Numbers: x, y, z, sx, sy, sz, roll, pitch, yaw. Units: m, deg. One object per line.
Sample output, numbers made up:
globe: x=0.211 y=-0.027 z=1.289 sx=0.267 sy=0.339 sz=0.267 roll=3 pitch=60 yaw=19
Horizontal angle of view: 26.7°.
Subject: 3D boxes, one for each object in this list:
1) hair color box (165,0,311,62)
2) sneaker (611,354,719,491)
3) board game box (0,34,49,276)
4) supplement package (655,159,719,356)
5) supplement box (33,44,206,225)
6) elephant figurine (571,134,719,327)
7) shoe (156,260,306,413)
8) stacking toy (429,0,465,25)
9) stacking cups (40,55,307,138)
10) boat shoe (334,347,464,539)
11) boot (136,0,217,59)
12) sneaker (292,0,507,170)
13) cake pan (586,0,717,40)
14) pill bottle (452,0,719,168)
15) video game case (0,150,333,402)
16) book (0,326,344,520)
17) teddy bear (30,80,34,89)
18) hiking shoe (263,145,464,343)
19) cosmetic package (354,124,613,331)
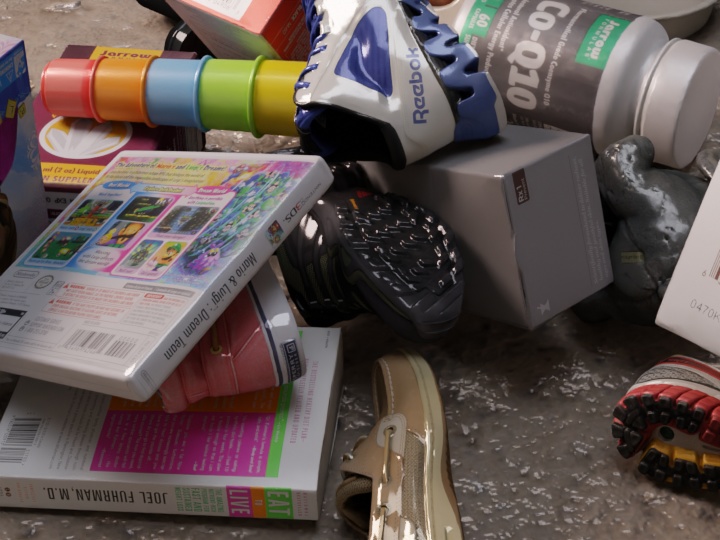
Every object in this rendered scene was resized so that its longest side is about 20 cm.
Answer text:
hair color box: x=-0.054 y=-0.165 z=1.144 sx=0.110 sy=0.200 sz=0.064 roll=28 pitch=79 yaw=32
sneaker: x=0.254 y=0.093 z=0.891 sx=0.198 sy=0.078 sz=0.082 roll=18 pitch=35 yaw=21
board game box: x=-0.264 y=-0.014 z=0.934 sx=0.041 sy=0.201 sz=0.200 roll=14 pitch=39 yaw=18
supplement package: x=0.290 y=0.013 z=0.886 sx=0.199 sy=0.118 sz=0.117 roll=11 pitch=13 yaw=-41
supplement box: x=-0.189 y=-0.082 z=1.123 sx=0.109 sy=0.086 sz=0.201 roll=4 pitch=36 yaw=6
elephant figurine: x=0.240 y=-0.031 z=1.024 sx=0.198 sy=0.141 sz=0.157 roll=-5 pitch=70 yaw=-27
shoe: x=-0.104 y=0.009 z=0.938 sx=0.090 sy=0.072 sz=0.201 roll=-16 pitch=39 yaw=-11
stacking toy: x=0.072 y=-0.275 z=1.386 sx=0.145 sy=0.148 sz=0.200 roll=2 pitch=17 yaw=3
stacking cups: x=-0.124 y=-0.127 z=1.061 sx=0.198 sy=0.061 sz=0.061 roll=6 pitch=36 yaw=14
boat shoe: x=0.017 y=0.118 z=0.861 sx=0.064 sy=0.072 sz=0.201 roll=-3 pitch=37 yaw=-5
boot: x=-0.142 y=-0.231 z=1.340 sx=0.162 sy=0.074 sz=0.198 roll=28 pitch=37 yaw=30
sneaker: x=-0.009 y=-0.138 z=0.961 sx=0.115 sy=0.081 sz=0.200 roll=-32 pitch=66 yaw=-13
cake pan: x=0.241 y=-0.264 z=1.414 sx=0.198 sy=0.037 sz=0.201 roll=0 pitch=36 yaw=0
pill bottle: x=0.175 y=-0.154 z=1.198 sx=0.199 sy=0.114 sz=0.113 roll=20 pitch=40 yaw=26
video game case: x=-0.136 y=-0.005 z=0.905 sx=0.199 sy=0.024 sz=0.182 roll=5 pitch=47 yaw=45
book: x=-0.115 y=0.091 z=0.923 sx=0.198 sy=0.048 sz=0.134 roll=2 pitch=37 yaw=6
teddy bear: x=-0.368 y=-0.145 z=1.241 sx=0.144 sy=0.067 sz=0.199 roll=33 pitch=40 yaw=24
hiking shoe: x=0.000 y=0.000 z=0.971 sx=0.075 sy=0.101 sz=0.200 roll=-13 pitch=38 yaw=-27
cosmetic package: x=0.064 y=-0.038 z=1.001 sx=0.090 sy=0.108 sz=0.199 roll=-28 pitch=27 yaw=-34
